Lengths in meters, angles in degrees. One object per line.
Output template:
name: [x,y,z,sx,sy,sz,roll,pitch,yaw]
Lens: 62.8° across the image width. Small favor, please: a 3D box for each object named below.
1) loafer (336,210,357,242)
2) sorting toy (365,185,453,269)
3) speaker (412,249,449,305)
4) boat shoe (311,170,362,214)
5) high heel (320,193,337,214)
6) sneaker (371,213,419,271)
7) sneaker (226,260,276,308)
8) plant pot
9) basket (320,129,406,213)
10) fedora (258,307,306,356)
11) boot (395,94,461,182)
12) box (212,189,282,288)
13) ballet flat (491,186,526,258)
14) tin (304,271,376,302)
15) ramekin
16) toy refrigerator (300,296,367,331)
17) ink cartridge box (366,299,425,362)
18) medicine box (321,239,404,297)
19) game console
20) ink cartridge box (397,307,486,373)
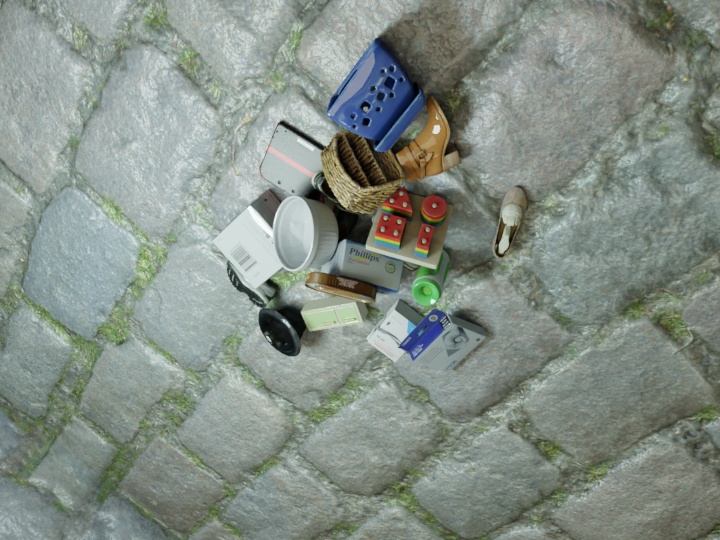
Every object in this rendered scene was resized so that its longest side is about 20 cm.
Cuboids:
loafer: [-0.080,-0.091,1.736,0.072,0.073,0.202,29,124,-1]
sorting toy: [0.134,-0.130,1.563,0.195,0.202,0.070,15,151,8]
speaker: [0.197,0.012,1.626,0.086,0.201,0.090,8,121,13]
boat shoe: [-0.042,-0.205,1.624,0.197,0.067,0.073,26,92,-30]
high heel: [-0.089,-0.181,1.663,0.066,0.097,0.203,14,120,-22]
sneaker: [0.129,-0.099,1.661,0.114,0.076,0.202,-31,103,32]
sneaker: [-0.356,0.036,1.906,0.199,0.079,0.074,40,144,12]
plant pot: [0.045,-0.416,1.427,0.179,0.201,0.201,37,110,-14]
basket: [-0.003,-0.272,1.523,0.149,0.141,0.203,-40,62,32]
fedora: [-0.241,0.181,1.914,0.198,0.091,0.204,29,138,29]
boot: [0.159,-0.329,1.506,0.152,0.074,0.203,-19,116,11]
box: [-0.297,-0.093,1.771,0.199,0.131,0.200,-35,103,30]
ballet flat: [0.396,-0.119,1.568,0.066,0.068,0.204,12,121,10]
tin: [-0.051,0.045,1.562,0.196,0.043,0.112,15,164,-15]
ramekin: [-0.147,-0.099,1.619,0.198,0.103,0.206,0,89,49]
toy refrigerator: [-0.083,0.133,1.865,0.196,0.070,0.077,-11,115,22]
ink cartridge box: [0.103,0.202,1.843,0.115,0.068,0.201,35,123,-4]
medicine box: [0.000,0.000,1.652,0.178,0.106,0.199,15,169,-18]
game console: [-0.181,-0.299,1.683,0.197,0.031,0.179,30,117,-1]
ink cartridge box: [0.244,0.216,1.776,0.197,0.041,0.200,22,126,-25]
